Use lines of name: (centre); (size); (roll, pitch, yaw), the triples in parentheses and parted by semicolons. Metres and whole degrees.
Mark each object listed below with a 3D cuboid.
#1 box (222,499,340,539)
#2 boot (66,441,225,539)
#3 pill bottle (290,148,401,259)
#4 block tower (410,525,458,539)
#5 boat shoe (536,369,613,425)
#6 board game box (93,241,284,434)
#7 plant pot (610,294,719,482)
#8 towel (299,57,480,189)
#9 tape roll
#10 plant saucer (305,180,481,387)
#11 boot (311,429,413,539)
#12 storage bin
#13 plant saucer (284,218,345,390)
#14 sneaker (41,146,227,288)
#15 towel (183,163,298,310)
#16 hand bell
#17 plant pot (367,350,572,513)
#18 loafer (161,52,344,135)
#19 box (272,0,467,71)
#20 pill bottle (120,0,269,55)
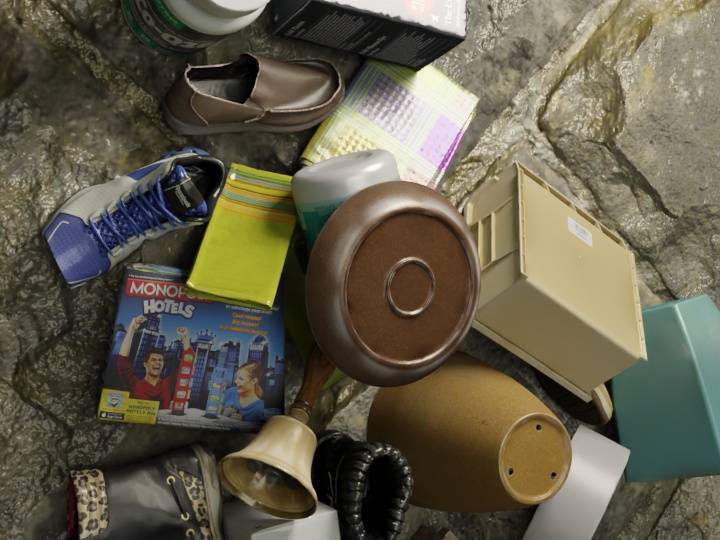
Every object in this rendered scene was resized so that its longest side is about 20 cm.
box: (-0.079, 0.342, 1.081); (0.097, 0.124, 0.202); (-9, 95, -26)
boot: (-0.210, 0.279, 1.043); (0.149, 0.073, 0.202); (-3, 89, -27)
pill bottle: (0.004, -0.014, 1.065); (0.110, 0.111, 0.202); (-22, 106, -24)
block tower: (0.039, 0.379, 1.181); (0.200, 0.058, 0.054); (-45, 109, -17)
boat shoe: (0.251, 0.100, 1.276); (0.200, 0.071, 0.076); (51, 55, -20)
board game box: (-0.154, 0.054, 1.054); (0.198, 0.062, 0.202); (10, 96, -27)
plant pot: (0.394, 0.140, 1.295); (0.141, 0.141, 0.202); (-10, 84, -45)
towel: (0.033, -0.147, 1.148); (0.143, 0.023, 0.201); (32, 67, -5)
tape roll: (0.234, 0.280, 1.198); (0.066, 0.200, 0.201); (26, 77, 15)
plant saucer: (0.042, 0.015, 1.009); (0.198, 0.032, 0.203); (-3, 97, -29)
boot: (0.002, 0.275, 1.101); (0.079, 0.157, 0.213); (-15, 98, -25)
storage bin: (0.218, 0.007, 1.197); (0.199, 0.094, 0.200); (32, 40, -23)
plant saucer: (0.000, 0.000, 1.156); (0.199, 0.048, 0.201); (-31, 104, -23)
sneaker: (-0.208, -0.064, 1.013); (0.199, 0.115, 0.081); (-34, 105, -22)
towel: (-0.109, -0.038, 1.030); (0.085, 0.201, 0.018); (9, 129, 1)
hand bell: (-0.058, 0.134, 1.052); (0.104, 0.104, 0.201); (41, 49, -21)
plant pot: (0.133, 0.188, 1.143); (0.185, 0.200, 0.189); (-1, 93, -26)
loafer: (-0.101, -0.184, 1.075); (0.198, 0.071, 0.074); (-15, 70, -25)
box: (0.013, -0.337, 1.105); (0.180, 0.104, 0.202); (7, 78, -25)
pill bottle: (-0.150, -0.273, 0.989); (0.112, 0.200, 0.114); (-1, 91, -26)
